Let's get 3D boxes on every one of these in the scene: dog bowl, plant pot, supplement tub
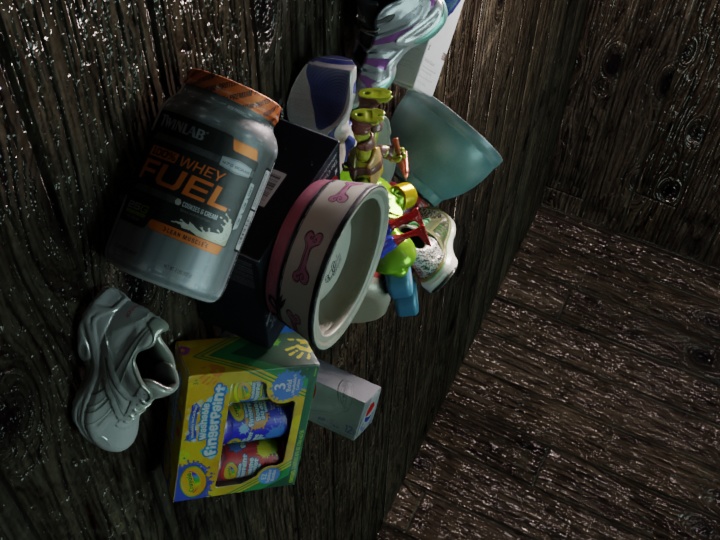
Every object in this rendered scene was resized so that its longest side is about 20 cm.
[{"bbox_3d":[-0.040,-0.015,1.155,0.201,0.073,0.201,90,26,-55],"label":"dog bowl"},{"bbox_3d":[0.119,-0.193,1.675,0.134,0.200,0.200,-52,165,3],"label":"plant pot"},{"bbox_3d":[-0.156,-0.081,0.964,0.122,0.122,0.201,24,87,-75],"label":"supplement tub"}]

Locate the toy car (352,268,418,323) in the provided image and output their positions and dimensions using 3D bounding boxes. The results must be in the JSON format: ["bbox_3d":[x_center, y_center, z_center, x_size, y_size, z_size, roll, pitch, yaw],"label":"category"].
[{"bbox_3d":[-0.015,-0.033,1.526,0.177,0.183,0.202,65,20,-69],"label":"toy car"}]

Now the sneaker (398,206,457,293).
[{"bbox_3d":[0.098,-0.055,1.564,0.077,0.089,0.201,-40,-153,20],"label":"sneaker"}]

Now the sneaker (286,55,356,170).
[{"bbox_3d":[-0.046,-0.191,1.310,0.115,0.080,0.201,-64,166,-57],"label":"sneaker"}]

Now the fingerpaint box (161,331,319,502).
[{"bbox_3d":[-0.153,0.183,1.252,0.166,0.073,0.201,-2,123,-25],"label":"fingerpaint box"}]

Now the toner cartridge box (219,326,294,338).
[{"bbox_3d":[-0.088,0.044,1.350,0.200,0.095,0.043,-50,-175,-26],"label":"toner cartridge box"}]

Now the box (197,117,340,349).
[{"bbox_3d":[-0.110,-0.046,1.206,0.201,0.103,0.183,-59,164,-31],"label":"box"}]

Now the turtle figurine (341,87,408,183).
[{"bbox_3d":[0.013,-0.149,1.286,0.200,0.064,0.162,-53,153,-44],"label":"turtle figurine"}]

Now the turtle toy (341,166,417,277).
[{"bbox_3d":[0.005,-0.074,1.410,0.145,0.200,0.102,-20,141,-39],"label":"turtle toy"}]

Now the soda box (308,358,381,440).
[{"bbox_3d":[-0.076,0.163,1.421,0.068,0.199,0.064,-31,141,-64],"label":"soda box"}]

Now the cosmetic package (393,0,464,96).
[{"bbox_3d":[0.093,-0.374,1.512,0.201,0.081,0.113,-70,163,10],"label":"cosmetic package"}]

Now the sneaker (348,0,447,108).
[{"bbox_3d":[0.009,-0.317,1.328,0.200,0.078,0.140,-48,140,10],"label":"sneaker"}]

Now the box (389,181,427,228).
[{"bbox_3d":[0.046,-0.091,1.697,0.200,0.099,0.096,29,83,-75],"label":"box"}]

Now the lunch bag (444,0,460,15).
[{"bbox_3d":[0.116,-0.483,1.363,0.201,0.127,0.170,-56,162,-11],"label":"lunch bag"}]

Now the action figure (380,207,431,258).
[{"bbox_3d":[0.000,0.000,1.325,0.065,0.199,0.099,-104,172,-51],"label":"action figure"}]

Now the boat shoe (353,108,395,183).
[{"bbox_3d":[0.009,-0.180,1.522,0.075,0.060,0.201,-38,154,-24],"label":"boat shoe"}]

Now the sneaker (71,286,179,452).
[{"bbox_3d":[-0.231,0.118,1.011,0.078,0.099,0.201,-51,157,-48],"label":"sneaker"}]
